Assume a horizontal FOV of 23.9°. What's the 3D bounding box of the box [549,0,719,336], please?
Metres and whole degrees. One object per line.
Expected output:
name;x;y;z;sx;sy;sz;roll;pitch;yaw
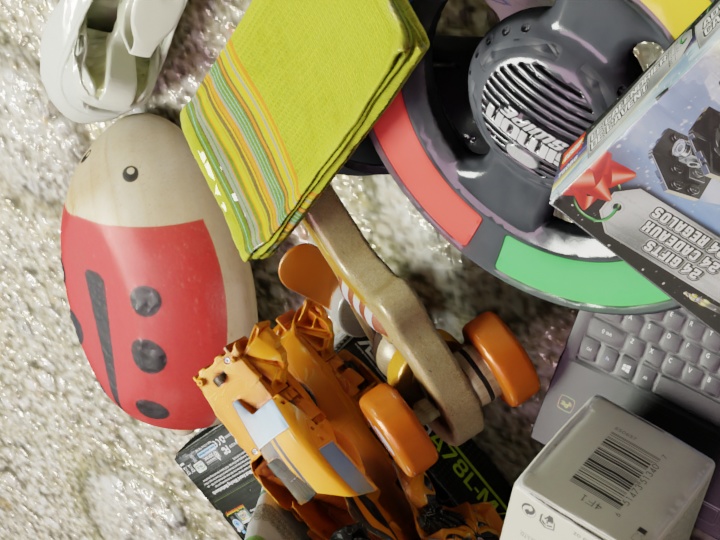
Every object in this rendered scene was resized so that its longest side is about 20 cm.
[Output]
box;0.187;-0.017;0.611;0.200;0.040;0.137;37;124;-11

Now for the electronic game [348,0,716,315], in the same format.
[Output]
electronic game;0.079;-0.067;0.684;0.199;0.042;0.201;23;136;24

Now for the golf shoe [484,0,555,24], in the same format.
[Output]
golf shoe;0.014;-0.174;0.730;0.200;0.078;0.097;41;146;9

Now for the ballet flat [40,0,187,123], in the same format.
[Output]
ballet flat;-0.123;-0.126;0.883;0.069;0.069;0.200;41;138;7

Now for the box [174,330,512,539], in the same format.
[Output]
box;0.003;0.144;1.020;0.193;0.048;0.200;48;140;-5

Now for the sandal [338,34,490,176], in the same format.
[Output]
sandal;0.025;-0.079;0.818;0.199;0.043;0.076;-2;121;43

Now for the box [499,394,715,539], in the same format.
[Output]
box;0.102;0.163;0.815;0.068;0.082;0.201;30;133;22

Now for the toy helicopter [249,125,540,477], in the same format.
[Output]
toy helicopter;0.000;0.000;0.852;0.201;0.079;0.132;57;174;-11

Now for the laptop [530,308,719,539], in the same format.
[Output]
laptop;0.164;0.036;0.734;0.176;0.103;0.201;28;110;23

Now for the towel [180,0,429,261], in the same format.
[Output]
towel;-0.032;-0.081;0.751;0.086;0.018;0.200;61;149;12

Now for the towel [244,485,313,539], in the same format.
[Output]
towel;-0.007;0.169;0.875;0.031;0.200;0.149;-40;97;14

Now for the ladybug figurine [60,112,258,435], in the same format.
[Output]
ladybug figurine;-0.121;0.011;0.981;0.135;0.072;0.201;15;123;44

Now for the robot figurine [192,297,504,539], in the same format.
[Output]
robot figurine;0.007;0.110;0.870;0.058;0.145;0.200;-43;86;21
